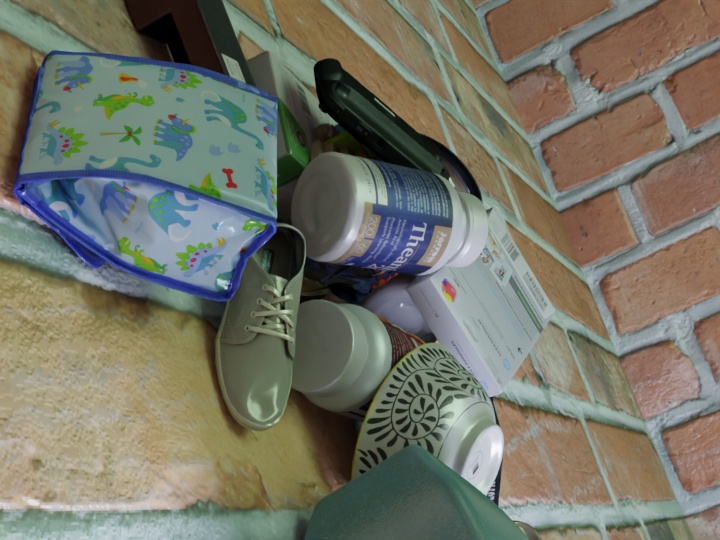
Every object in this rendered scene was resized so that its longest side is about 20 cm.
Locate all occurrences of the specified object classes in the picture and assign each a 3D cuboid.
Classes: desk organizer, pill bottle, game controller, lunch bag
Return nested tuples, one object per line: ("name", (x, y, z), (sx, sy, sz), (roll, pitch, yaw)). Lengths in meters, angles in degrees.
("desk organizer", (-0.175, -0.232, 1.198), (0.201, 0.077, 0.072), (68, 19, 10))
("pill bottle", (-0.003, 0.097, 1.193), (0.200, 0.109, 0.110), (31, 37, -60))
("pill bottle", (0.053, 0.008, 1.463), (0.111, 0.110, 0.200), (55, 20, -27))
("game controller", (0.024, -0.156, 1.282), (0.200, 0.042, 0.105), (37, 19, -31))
("pill bottle", (0.036, -0.054, 1.210), (0.199, 0.111, 0.112), (8, 55, -38))
("lunch bag", (-0.175, -0.087, 0.942), (0.199, 0.128, 0.171), (20, 39, -23))

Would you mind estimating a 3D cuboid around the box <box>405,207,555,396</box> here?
("box", (0.146, 0.035, 1.354), (0.156, 0.041, 0.200), (57, 36, -9))

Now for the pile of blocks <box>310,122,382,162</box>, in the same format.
("pile of blocks", (-0.003, -0.143, 1.310), (0.082, 0.062, 0.200), (62, 19, -13))

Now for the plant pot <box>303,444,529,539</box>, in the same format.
("plant pot", (0.057, 0.276, 1.018), (0.196, 0.196, 0.201), (42, 19, -49))

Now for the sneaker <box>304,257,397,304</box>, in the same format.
("sneaker", (0.000, 0.000, 1.316), (0.199, 0.075, 0.079), (-2, 81, -29))

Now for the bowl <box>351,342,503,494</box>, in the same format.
("bowl", (0.086, 0.183, 1.179), (0.200, 0.094, 0.202), (-33, 132, -47))

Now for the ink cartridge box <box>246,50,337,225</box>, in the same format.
("ink cartridge box", (-0.075, -0.133, 1.332), (0.200, 0.084, 0.147), (40, 31, -54))

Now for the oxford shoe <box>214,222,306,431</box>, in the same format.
("oxford shoe", (-0.086, 0.043, 1.040), (0.075, 0.058, 0.201), (16, 65, -25))

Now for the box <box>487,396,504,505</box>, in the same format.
("box", (0.133, 0.197, 1.406), (0.201, 0.049, 0.160), (86, -6, -50))

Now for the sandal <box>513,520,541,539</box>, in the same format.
("sandal", (0.125, 0.301, 1.246), (0.199, 0.054, 0.081), (1, 64, -31))

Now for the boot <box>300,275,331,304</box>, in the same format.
("boot", (-0.114, -0.048, 1.166), (0.201, 0.064, 0.186), (62, 15, 8))

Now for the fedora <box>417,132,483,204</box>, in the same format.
("fedora", (0.067, -0.092, 1.585), (0.201, 0.200, 0.092), (58, 44, -20))
